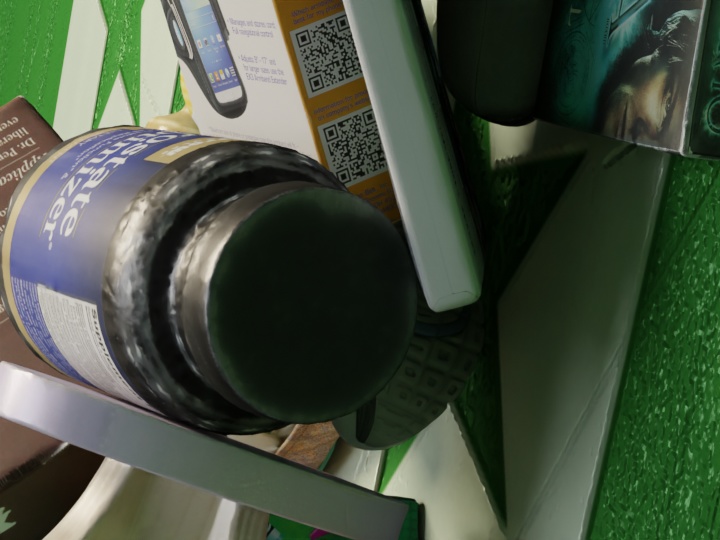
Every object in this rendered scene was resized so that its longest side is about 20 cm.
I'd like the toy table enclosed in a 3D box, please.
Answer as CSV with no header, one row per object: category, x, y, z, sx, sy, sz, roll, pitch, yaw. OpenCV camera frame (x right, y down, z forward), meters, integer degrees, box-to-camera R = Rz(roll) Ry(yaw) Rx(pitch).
toy table,-0.077,0.119,0.939,0.184,0.200,0.118,13,81,57

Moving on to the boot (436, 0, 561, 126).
boot,0.038,-0.160,0.909,0.070,0.132,0.201,6,91,32

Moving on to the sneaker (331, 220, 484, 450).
sneaker,0.000,0.000,1.042,0.087,0.074,0.200,-35,38,33

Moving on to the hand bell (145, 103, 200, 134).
hand bell,-0.086,-0.110,1.363,0.104,0.104,0.201,5,77,71

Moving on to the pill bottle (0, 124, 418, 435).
pill bottle,-0.060,0.003,0.925,0.200,0.111,0.112,11,94,62

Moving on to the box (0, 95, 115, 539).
box,-0.182,0.054,1.259,0.200,0.166,0.164,50,163,28

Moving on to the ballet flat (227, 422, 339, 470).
ballet flat,-0.034,0.056,1.156,0.200,0.067,0.068,130,142,-58

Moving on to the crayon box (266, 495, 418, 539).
crayon box,-0.063,0.147,1.130,0.200,0.118,0.058,146,128,-65

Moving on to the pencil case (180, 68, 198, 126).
pencil case,-0.047,-0.110,1.149,0.083,0.090,0.200,-64,-1,-9

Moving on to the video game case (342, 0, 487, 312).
video game case,0.012,-0.092,0.914,0.182,0.023,0.201,-57,-49,-82

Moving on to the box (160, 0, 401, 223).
box,-0.045,-0.116,0.969,0.119,0.041,0.201,17,125,61

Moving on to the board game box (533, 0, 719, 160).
board game box,0.115,-0.145,0.858,0.135,0.028,0.201,-154,72,-70
